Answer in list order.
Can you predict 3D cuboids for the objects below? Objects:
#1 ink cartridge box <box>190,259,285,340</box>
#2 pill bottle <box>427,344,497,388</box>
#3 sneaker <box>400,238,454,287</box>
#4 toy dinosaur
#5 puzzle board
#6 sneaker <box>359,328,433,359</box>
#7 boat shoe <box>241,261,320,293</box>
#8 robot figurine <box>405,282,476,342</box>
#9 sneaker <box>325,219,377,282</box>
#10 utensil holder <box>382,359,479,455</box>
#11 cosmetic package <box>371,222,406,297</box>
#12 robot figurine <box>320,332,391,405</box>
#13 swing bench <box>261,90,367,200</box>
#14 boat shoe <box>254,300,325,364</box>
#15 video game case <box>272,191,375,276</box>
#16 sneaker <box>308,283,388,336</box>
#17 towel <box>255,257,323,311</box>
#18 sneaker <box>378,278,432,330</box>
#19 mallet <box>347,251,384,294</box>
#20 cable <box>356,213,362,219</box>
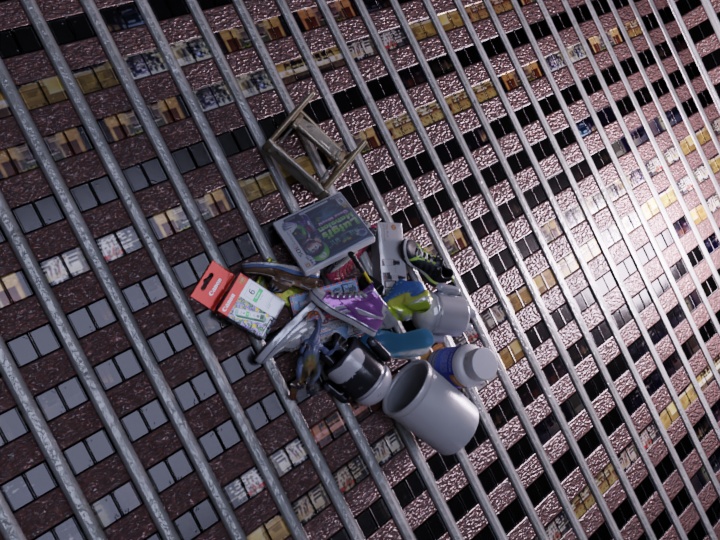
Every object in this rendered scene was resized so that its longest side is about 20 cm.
[{"bbox_3d":[-0.290,0.070,1.512,0.199,0.050,0.110,35,71,-18],"label":"ink cartridge box"},{"bbox_3d":[0.270,0.256,1.687,0.111,0.200,0.113,6,76,-26],"label":"pill bottle"},{"bbox_3d":[0.190,-0.030,1.749,0.200,0.082,0.072,40,48,-34],"label":"sneaker"},{"bbox_3d":[-0.130,0.193,1.507,0.104,0.199,0.183,23,56,-34],"label":"toy dinosaur"},{"bbox_3d":[-0.076,0.115,1.626,0.198,0.017,0.152,-15,92,-28],"label":"puzzle board"},{"bbox_3d":[0.091,0.203,1.674,0.198,0.081,0.077,-1,58,-7],"label":"sneaker"},{"bbox_3d":[-0.194,0.019,1.549,0.198,0.072,0.073,7,89,-21],"label":"boat shoe"},{"bbox_3d":[0.220,0.120,1.739,0.198,0.113,0.171,10,99,-26],"label":"robot figurine"},{"bbox_3d":[-0.034,-0.052,1.671,0.074,0.081,0.201,29,60,11],"label":"sneaker"},{"bbox_3d":[0.184,0.355,1.642,0.200,0.170,0.171,40,64,-18],"label":"utensil holder"},{"bbox_3d":[0.078,-0.029,1.732,0.082,0.051,0.202,0,80,-29],"label":"cosmetic package"},{"bbox_3d":[-0.012,0.246,1.587,0.200,0.150,0.125,43,47,-13],"label":"robot figurine"},{"bbox_3d":[-0.128,-0.314,1.645,0.199,0.130,0.201,42,69,-15],"label":"swing bench"},{"bbox_3d":[-0.167,0.163,1.534,0.200,0.074,0.065,-44,95,-12],"label":"boat shoe"},{"bbox_3d":[-0.092,-0.096,1.584,0.199,0.023,0.182,-27,58,-16],"label":"video game case"},{"bbox_3d":[-0.024,0.068,1.577,0.199,0.073,0.115,28,98,-14],"label":"sneaker"},{"bbox_3d":[-0.169,0.054,1.606,0.199,0.018,0.087,33,72,-19],"label":"towel"},{"bbox_3d":[0.088,0.086,1.665,0.198,0.076,0.106,-16,43,4],"label":"sneaker"},{"bbox_3d":[0.000,0.000,1.619,0.041,0.066,0.200,-49,142,-10],"label":"mallet"},{"bbox_3d":[-0.097,-0.093,1.620,0.162,0.051,0.201,27,63,15],"label":"cable"}]
